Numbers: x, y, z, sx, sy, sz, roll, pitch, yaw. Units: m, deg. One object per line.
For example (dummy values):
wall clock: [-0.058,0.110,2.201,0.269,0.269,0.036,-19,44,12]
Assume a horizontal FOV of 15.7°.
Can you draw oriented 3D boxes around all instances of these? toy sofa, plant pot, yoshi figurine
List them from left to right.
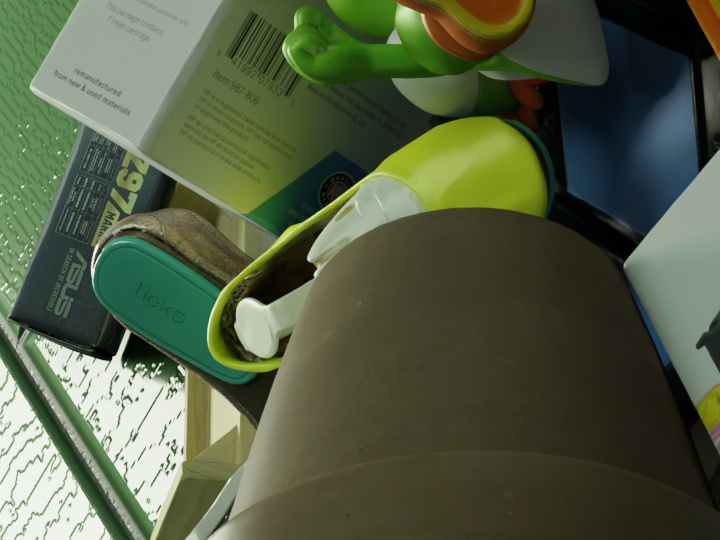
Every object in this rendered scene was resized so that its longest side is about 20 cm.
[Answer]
toy sofa: [-0.044,0.038,1.238,0.083,0.098,0.200,117,156,-54]
yoshi figurine: [0.025,-0.112,0.945,0.200,0.112,0.112,117,150,-80]
plant pot: [0.039,0.079,0.845,0.200,0.200,0.175,-37,36,36]

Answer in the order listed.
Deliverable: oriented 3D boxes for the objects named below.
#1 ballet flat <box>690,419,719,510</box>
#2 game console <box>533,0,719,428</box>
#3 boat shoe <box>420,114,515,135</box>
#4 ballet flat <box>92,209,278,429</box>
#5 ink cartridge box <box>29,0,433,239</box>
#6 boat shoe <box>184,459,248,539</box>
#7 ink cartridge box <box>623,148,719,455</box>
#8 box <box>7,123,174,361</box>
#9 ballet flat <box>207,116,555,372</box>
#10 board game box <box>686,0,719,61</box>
ballet flat: [0.105,0.092,0.994,0.200,0.067,0.068,-56,35,14]
game console: [0.069,-0.018,0.996,0.200,0.119,0.172,-144,41,-60]
boat shoe: [0.062,-0.053,1.158,0.076,0.072,0.200,-9,64,23]
ballet flat: [-0.026,0.039,1.146,0.068,0.200,0.067,-50,-5,25]
ink cartridge box: [-0.023,-0.122,1.103,0.084,0.145,0.200,29,88,41]
boat shoe: [-0.041,0.121,0.999,0.200,0.074,0.060,-38,59,5]
ink cartridge box: [0.189,0.054,0.830,0.083,0.146,0.200,-52,35,24]
box: [-0.118,-0.054,1.344,0.158,0.051,0.200,105,-175,-85]
ballet flat: [0.000,0.000,1.013,0.200,0.067,0.067,-30,87,55]
board game box: [0.234,-0.116,0.820,0.200,0.200,0.200,-48,37,25]
